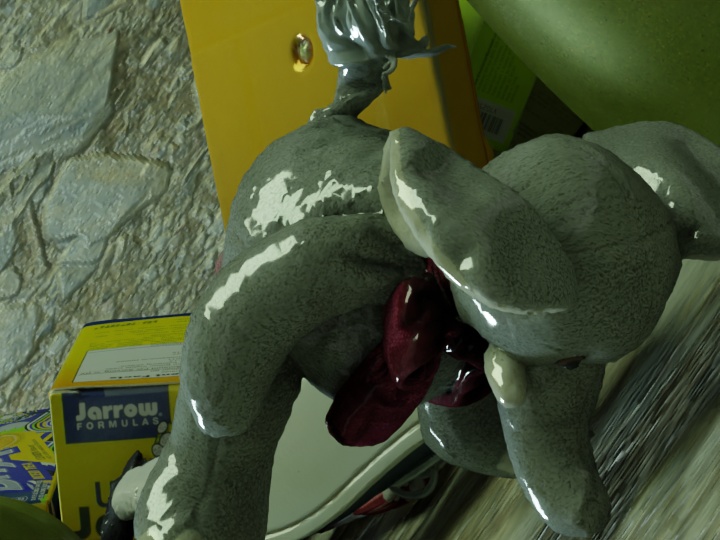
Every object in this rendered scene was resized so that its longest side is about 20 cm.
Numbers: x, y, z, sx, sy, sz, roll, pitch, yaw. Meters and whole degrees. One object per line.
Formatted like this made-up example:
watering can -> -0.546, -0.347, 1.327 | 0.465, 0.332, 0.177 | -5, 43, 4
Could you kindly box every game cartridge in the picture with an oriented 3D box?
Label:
game cartridge -> -0.007, -0.057, 1.209 | 0.032, 0.200, 0.176 | -9, -4, -40

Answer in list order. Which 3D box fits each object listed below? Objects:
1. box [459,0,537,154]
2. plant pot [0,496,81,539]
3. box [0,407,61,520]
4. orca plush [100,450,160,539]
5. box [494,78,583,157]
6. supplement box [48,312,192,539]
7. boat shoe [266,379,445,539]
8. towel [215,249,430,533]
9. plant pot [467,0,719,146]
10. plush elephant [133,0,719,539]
box -> 0.030, -0.142, 1.292 | 0.200, 0.048, 0.122 | 32, 101, 58
plant pot -> -0.197, 0.183, 1.178 | 0.200, 0.200, 0.193 | -54, -4, 13
box -> -0.185, 0.129, 1.388 | 0.200, 0.070, 0.064 | -98, 0, -78
orca plush -> -0.063, 0.122, 1.180 | 0.200, 0.071, 0.105 | -27, 24, 54
box -> 0.062, -0.069, 1.329 | 0.200, 0.075, 0.050 | -54, 4, 28
supplement box -> -0.098, 0.092, 1.372 | 0.200, 0.109, 0.110 | -94, 0, -82
boat shoe -> 0.005, 0.051, 1.007 | 0.200, 0.075, 0.062 | -40, -23, 26
towel -> -0.019, 0.041, 1.144 | 0.023, 0.144, 0.200 | -13, -7, -18
plant pot -> 0.088, -0.163, 0.994 | 0.187, 0.200, 0.187 | -55, 5, 8
plush elephant -> 0.038, 0.011, 0.794 | 0.155, 0.165, 0.200 | 22, 114, 49
